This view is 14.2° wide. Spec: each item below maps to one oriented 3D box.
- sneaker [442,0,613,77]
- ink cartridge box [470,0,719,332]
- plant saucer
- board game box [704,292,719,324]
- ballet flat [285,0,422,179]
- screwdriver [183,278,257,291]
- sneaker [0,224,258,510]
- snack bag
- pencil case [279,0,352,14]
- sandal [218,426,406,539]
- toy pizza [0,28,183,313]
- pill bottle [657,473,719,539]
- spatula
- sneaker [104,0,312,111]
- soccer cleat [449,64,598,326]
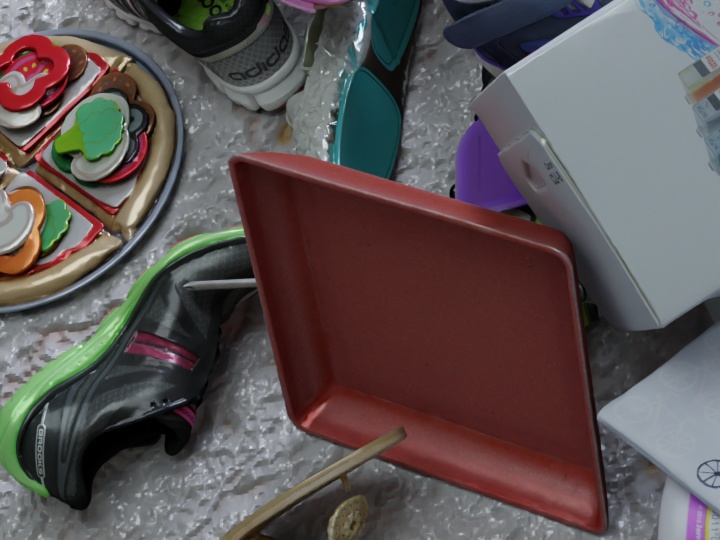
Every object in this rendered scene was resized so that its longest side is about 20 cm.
[{"bbox_3d":[0.134,-0.153,1.495,0.200,0.146,0.081,4,61,19],"label":"sneaker"},{"bbox_3d":[0.177,-0.079,1.399,0.200,0.145,0.145,-31,90,-4],"label":"ink cartridge box"},{"bbox_3d":[0.039,0.029,1.474,0.199,0.200,0.037,17,48,29],"label":"plant saucer"},{"bbox_3d":[0.247,-0.067,1.530,0.147,0.064,0.200,-12,55,14],"label":"board game box"},{"bbox_3d":[-0.008,-0.108,1.656,0.072,0.072,0.200,0,54,21],"label":"ballet flat"},{"bbox_3d":[0.000,0.000,1.537,0.200,0.028,0.029,2,82,18],"label":"screwdriver"},{"bbox_3d":[-0.109,0.055,1.592,0.200,0.077,0.084,-44,73,-6],"label":"sneaker"},{"bbox_3d":[0.242,0.057,1.365,0.200,0.021,0.189,-35,44,-16],"label":"snack bag"},{"bbox_3d":[-0.039,-0.206,1.657,0.087,0.087,0.200,-30,22,1],"label":"pencil case"},{"bbox_3d":[-0.051,0.162,1.511,0.212,0.078,0.070,-30,85,9],"label":"sandal"},{"bbox_3d":[-0.202,-0.065,1.716,0.200,0.032,0.200,-10,57,15],"label":"toy pizza"},{"bbox_3d":[0.249,0.134,1.378,0.200,0.104,0.104,1,60,21],"label":"pill bottle"},{"bbox_3d":[0.144,-0.065,1.517,0.200,0.021,0.057,-6,70,16],"label":"spatula"},{"bbox_3d":[-0.108,-0.176,1.715,0.074,0.087,0.200,-42,54,-8],"label":"sneaker"},{"bbox_3d":[0.076,-0.043,1.578,0.081,0.068,0.200,-14,59,13],"label":"soccer cleat"}]
